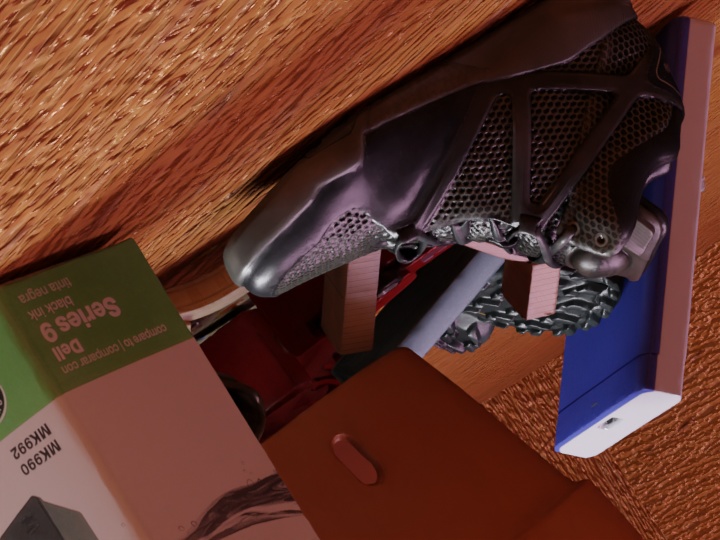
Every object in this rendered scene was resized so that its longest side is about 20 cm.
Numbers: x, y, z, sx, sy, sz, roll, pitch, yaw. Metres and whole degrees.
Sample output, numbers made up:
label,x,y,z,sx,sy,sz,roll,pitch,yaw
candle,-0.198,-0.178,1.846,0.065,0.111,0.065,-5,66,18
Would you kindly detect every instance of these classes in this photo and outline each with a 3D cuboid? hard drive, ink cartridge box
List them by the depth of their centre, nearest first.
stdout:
label,x,y,z,sx,sy,sz,roll,pitch,yaw
ink cartridge box,-0.099,0.113,0.951,0.146,0.200,0.084,-38,171,36
hard drive,0.141,-0.015,1.324,0.025,0.200,0.132,12,160,-12

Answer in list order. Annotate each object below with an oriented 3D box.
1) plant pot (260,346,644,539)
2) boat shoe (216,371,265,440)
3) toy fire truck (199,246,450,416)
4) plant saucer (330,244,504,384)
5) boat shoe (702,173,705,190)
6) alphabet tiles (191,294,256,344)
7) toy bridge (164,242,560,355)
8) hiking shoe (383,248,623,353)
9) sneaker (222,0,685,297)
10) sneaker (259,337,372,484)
label,x,y,z,sx,sy,sz,roll,pitch,yaw
plant pot,0.008,0.129,1.144,0.200,0.140,0.200,-37,174,-4
boat shoe,-0.094,0.071,1.137,0.065,0.072,0.200,3,-178,14
toy fire truck,0.000,0.000,1.232,0.200,0.049,0.141,-36,172,2
plant saucer,0.061,-0.015,1.262,0.200,0.019,0.070,-49,-167,-1
boat shoe,0.118,-0.028,1.499,0.202,0.065,0.074,-34,-169,-26
alphabet tiles,-0.105,0.051,1.330,0.167,0.008,0.200,-27,171,-40
toy bridge,-0.005,0.003,1.128,0.200,0.027,0.067,-9,126,-21
hiking shoe,0.075,-0.013,1.344,0.200,0.074,0.087,-12,-122,61
sneaker,0.047,-0.026,1.037,0.199,0.114,0.076,-30,172,-7
sneaker,-0.014,0.071,1.325,0.116,0.078,0.200,-55,-155,-11
